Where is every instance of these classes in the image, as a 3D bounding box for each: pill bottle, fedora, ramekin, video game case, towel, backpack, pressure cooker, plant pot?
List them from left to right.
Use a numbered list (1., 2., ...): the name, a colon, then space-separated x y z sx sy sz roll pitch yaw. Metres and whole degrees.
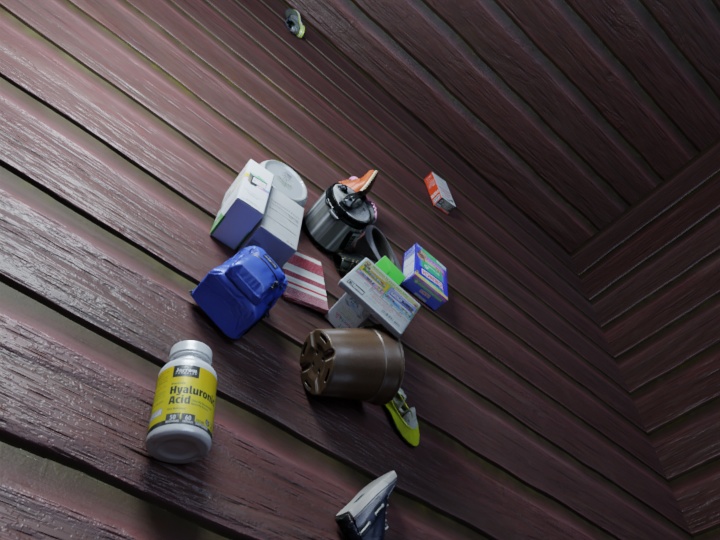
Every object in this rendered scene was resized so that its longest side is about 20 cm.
1. pill bottle: -0.320 0.233 0.997 0.110 0.111 0.202 27 35 -31
2. backpack: -0.254 0.036 1.266 0.163 0.167 0.200 51 25 -5
3. ramekin: -0.253 -0.238 1.648 0.198 0.105 0.202 32 33 -24
4. towel: -0.162 0.024 1.543 0.142 0.023 0.202 25 35 -31
5. pressure cooker: -0.066 -0.174 1.722 0.177 0.200 0.178 24 36 -35
6. plant pot: -0.030 0.223 1.325 0.195 0.201 0.203 10 45 -36
7. fedora: 0.049 -0.045 1.815 0.202 0.089 0.177 59 21 -7
8. video game case: 0.053 0.065 1.404 0.199 0.022 0.182 41 29 4

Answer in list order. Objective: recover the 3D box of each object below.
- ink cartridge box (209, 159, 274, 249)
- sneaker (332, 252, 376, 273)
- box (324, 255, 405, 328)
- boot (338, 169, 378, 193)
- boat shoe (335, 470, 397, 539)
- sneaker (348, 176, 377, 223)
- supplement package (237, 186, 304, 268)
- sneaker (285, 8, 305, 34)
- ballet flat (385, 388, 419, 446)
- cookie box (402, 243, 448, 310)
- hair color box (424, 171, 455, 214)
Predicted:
1. ink cartridge box: -0.312 -0.179 1.458 0.083 0.145 0.202 32 33 -23
2. sneaker: 0.000 0.000 1.687 0.105 0.076 0.199 4 15 -41
3. box: 0.018 0.076 1.558 0.097 0.177 0.200 45 30 3
4. boot: -0.022 -0.308 1.978 0.107 0.200 0.075 40 -15 11
5. boat shoe: 0.031 0.518 1.172 0.199 0.074 0.094 -20 77 -50
6. sneaker: -0.015 -0.251 2.028 0.094 0.079 0.202 -23 72 -34
7. supplement package: -0.242 -0.109 1.492 0.119 0.121 0.202 34 32 -23
8. sneaker: -0.347 -1.272 2.785 0.080 0.074 0.202 7 47 -44
9. ballet flat: 0.107 0.365 1.444 0.066 0.067 0.202 -10 63 -57
10. cookie box: 0.239 0.021 2.015 0.170 0.075 0.202 38 32 -18
11. hair color box: 0.392 -0.384 2.710 0.110 0.064 0.202 27 34 -34
